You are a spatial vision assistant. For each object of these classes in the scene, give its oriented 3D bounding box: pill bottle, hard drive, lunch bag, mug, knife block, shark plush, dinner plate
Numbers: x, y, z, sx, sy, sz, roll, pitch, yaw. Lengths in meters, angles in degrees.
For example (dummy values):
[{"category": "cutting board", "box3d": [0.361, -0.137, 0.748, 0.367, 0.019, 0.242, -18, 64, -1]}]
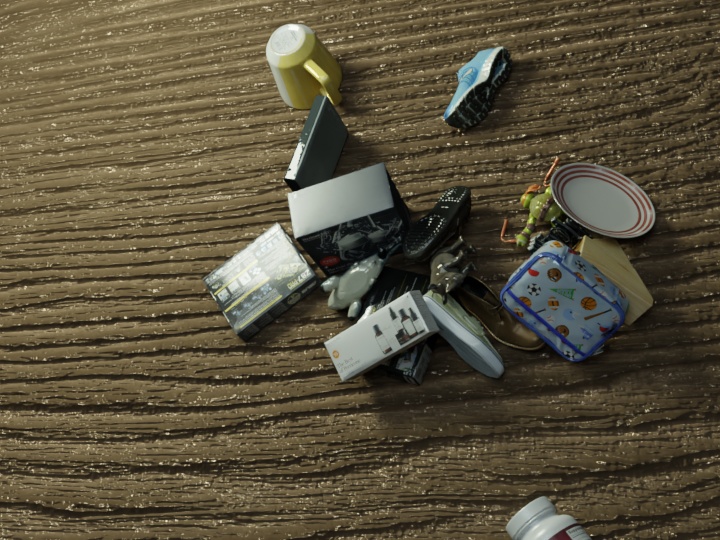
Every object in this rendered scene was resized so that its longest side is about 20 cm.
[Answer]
[{"category": "pill bottle", "box3d": [0.321, 0.459, 1.412, 0.113, 0.113, 0.200, -39, 59, -2]}, {"category": "hard drive", "box3d": [-0.089, -0.240, 1.874, 0.033, 0.140, 0.201, 10, 69, 24]}, {"category": "lunch bag", "box3d": [0.348, 0.059, 1.550, 0.200, 0.076, 0.160, 41, 125, 1]}, {"category": "mug", "box3d": [-0.117, -0.455, 1.980, 0.186, 0.153, 0.150, 11, 69, 23]}, {"category": "knife block", "box3d": [0.390, 0.000, 1.576, 0.064, 0.175, 0.200, -54, 48, 42]}, {"category": "shark plush", "box3d": [0.000, 0.000, 1.733, 0.091, 0.083, 0.200, 34, 105, 4]}, {"category": "dinner plate", "box3d": [0.439, -0.124, 1.654, 0.199, 0.024, 0.201, 8, 44, -8]}]

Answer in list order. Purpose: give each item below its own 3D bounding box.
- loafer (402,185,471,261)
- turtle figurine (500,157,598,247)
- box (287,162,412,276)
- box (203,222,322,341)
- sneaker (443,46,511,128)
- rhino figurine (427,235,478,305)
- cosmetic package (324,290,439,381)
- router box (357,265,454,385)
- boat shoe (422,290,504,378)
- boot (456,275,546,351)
[{"category": "loafer", "box3d": [0.157, -0.078, 1.726, 0.073, 0.071, 0.200, 14, 50, 43]}, {"category": "turtle figurine", "box3d": [0.365, -0.116, 1.699, 0.161, 0.064, 0.200, 30, 77, 28]}, {"category": "box", "box3d": [-0.013, -0.094, 1.754, 0.199, 0.182, 0.104, -18, 61, 11]}, {"category": "box", "box3d": [-0.201, 0.021, 1.842, 0.200, 0.049, 0.161, -38, 58, -1]}, {"category": "sneaker", "box3d": [0.232, -0.377, 1.880, 0.090, 0.078, 0.200, 20, 69, 46]}, {"category": "rhino figurine", "box3d": [0.160, 0.004, 1.618, 0.087, 0.200, 0.060, -35, 103, 18]}, {"category": "cosmetic package", "box3d": [0.036, 0.118, 1.624, 0.200, 0.051, 0.083, -33, 74, 25]}, {"category": "router box", "box3d": [0.074, 0.099, 1.705, 0.149, 0.051, 0.200, 14, 71, 26]}, {"category": "boat shoe", "box3d": [0.188, 0.108, 1.627, 0.200, 0.072, 0.062, 44, 67, 5]}, {"category": "boot", "box3d": [0.249, 0.076, 1.643, 0.200, 0.075, 0.074, 35, 79, 28]}]
